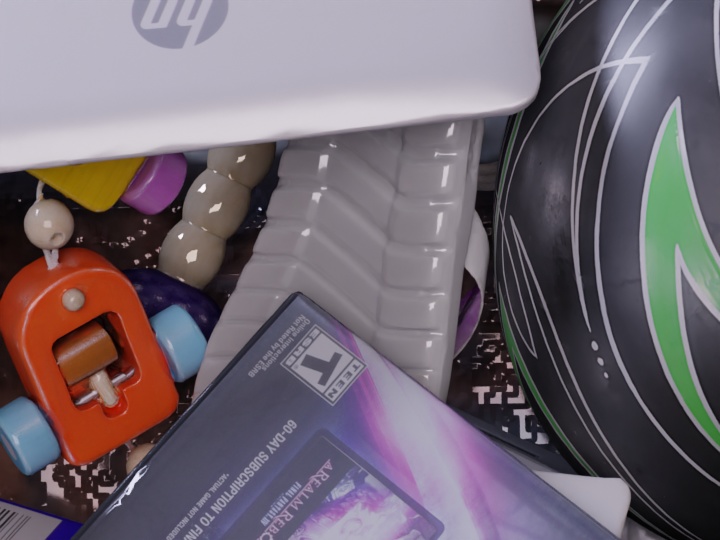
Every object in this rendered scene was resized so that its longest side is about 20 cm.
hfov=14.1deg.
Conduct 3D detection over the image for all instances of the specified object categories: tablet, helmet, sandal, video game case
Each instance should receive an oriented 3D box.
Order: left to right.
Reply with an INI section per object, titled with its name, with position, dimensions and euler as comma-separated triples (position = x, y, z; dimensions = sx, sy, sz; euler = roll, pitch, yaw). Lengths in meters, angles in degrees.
[tablet]
position = -0.052, -0.089, 0.845
dimensions = 0.199, 0.014, 0.131
euler = -7, 58, 3
[video game case]
position = 0.003, 0.110, 0.793
dimensions = 0.143, 0.019, 0.200
euler = -48, 55, -8
[sandal]
position = 0.006, 0.003, 0.880
dimensions = 0.082, 0.050, 0.203
euler = 24, 105, 30
[helmet]
position = 0.132, -0.011, 0.878
dimensions = 0.190, 0.200, 0.201
euler = 23, 87, -4

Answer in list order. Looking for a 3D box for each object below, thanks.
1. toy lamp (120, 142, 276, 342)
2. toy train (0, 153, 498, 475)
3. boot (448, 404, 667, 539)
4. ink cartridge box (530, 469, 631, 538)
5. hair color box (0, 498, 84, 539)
[toy lamp]
position = -0.024, -0.067, 0.958
dimensions = 0.058, 0.058, 0.201
euler = 24, 88, 5
[toy train]
position = -0.048, -0.033, 0.907
dimensions = 0.200, 0.056, 0.151
euler = -35, 123, -14
[boot]
position = 0.039, 0.103, 0.940
dimensions = 0.199, 0.074, 0.096
euler = 26, 94, 14
[ink cartridge box]
position = 0.013, 0.156, 0.815
dimensions = 0.117, 0.067, 0.201
euler = 5, 64, 26
[hair color box]
position = -0.149, 0.167, 0.920
dimensions = 0.109, 0.065, 0.201
euler = 17, 102, 5
